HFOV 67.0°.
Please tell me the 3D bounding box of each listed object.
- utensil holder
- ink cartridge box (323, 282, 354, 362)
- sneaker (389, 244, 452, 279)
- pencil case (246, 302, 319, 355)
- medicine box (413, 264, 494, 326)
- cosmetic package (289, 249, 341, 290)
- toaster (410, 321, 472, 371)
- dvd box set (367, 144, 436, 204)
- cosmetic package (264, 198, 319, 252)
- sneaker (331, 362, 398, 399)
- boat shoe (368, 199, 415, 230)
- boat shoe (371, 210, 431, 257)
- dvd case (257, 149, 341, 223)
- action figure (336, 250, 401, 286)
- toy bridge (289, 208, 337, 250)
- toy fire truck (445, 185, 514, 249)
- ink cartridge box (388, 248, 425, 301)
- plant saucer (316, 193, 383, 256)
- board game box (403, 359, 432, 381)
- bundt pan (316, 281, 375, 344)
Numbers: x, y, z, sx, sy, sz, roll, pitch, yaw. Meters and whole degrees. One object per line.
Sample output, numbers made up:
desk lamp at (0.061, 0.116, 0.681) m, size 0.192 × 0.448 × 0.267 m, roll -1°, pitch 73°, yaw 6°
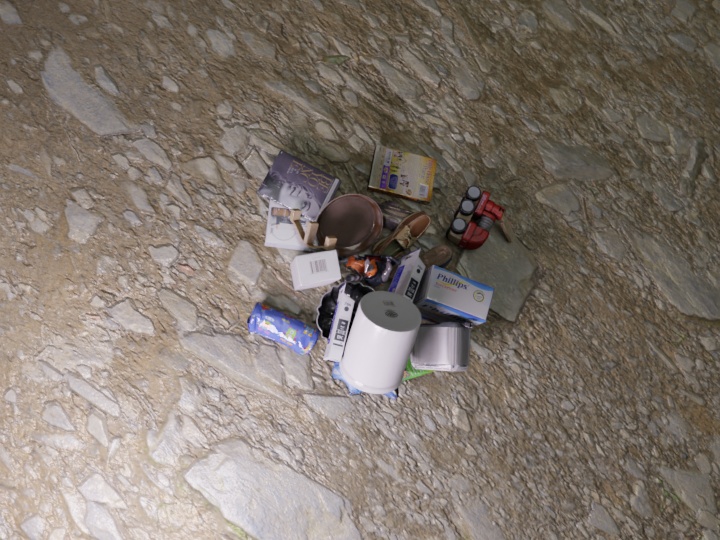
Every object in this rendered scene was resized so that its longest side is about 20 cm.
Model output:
utensil holder at (0.050, 0.177, 1.356) m, size 0.169 × 0.201 × 0.170 m, roll 11°, pitch 33°, yaw -8°
ink cartridge box at (-0.052, 0.139, 1.428) m, size 0.039 × 0.099 × 0.201 m, roll 14°, pitch 77°, yaw -8°
sneaker at (0.181, -0.020, 1.611) m, size 0.199 × 0.108 × 0.070 m, roll -21°, pitch 84°, yaw 16°
pencil case at (-0.213, 0.162, 1.480) m, size 0.199 × 0.078 × 0.087 m, roll 25°, pitch 81°, yaw -5°
medicine box at (0.243, 0.083, 1.523) m, size 0.181 × 0.200 × 0.103 m, roll 20°, pitch 73°, yaw -6°
cosmetic package at (-0.125, 0.002, 1.469) m, size 0.112 × 0.200 × 0.082 m, roll -10°, pitch 85°, yaw -11°
toaster at (0.222, 0.205, 1.481) m, size 0.113 × 0.199 × 0.130 m, roll 10°, pitch 79°, yaw -51°
dvd box set at (0.129, -0.295, 1.673) m, size 0.199 × 0.029 × 0.147 m, roll 12°, pitch 75°, yaw -8°
cosmetic package at (-0.191, -0.163, 1.572) m, size 0.150 × 0.052 × 0.201 m, roll 7°, pitch 76°, yaw -12°
sneaker at (0.012, 0.307, 1.498) m, size 0.199 × 0.079 × 0.090 m, roll 25°, pitch 99°, yaw 10°
boat shoe at (0.083, -0.169, 1.623) m, size 0.199 × 0.074 × 0.074 m, roll 22°, pitch 64°, yaw -15°
boat shoe at (0.123, -0.087, 1.567) m, size 0.200 × 0.074 × 0.076 m, roll -40°, pitch 113°, yaw 10°
dvd case at (-0.172, -0.240, 1.559) m, size 0.199 × 0.016 × 0.149 m, roll 27°, pitch 72°, yaw -5°
action figure at (0.000, 0.000, 1.510) m, size 0.199 × 0.193 × 0.105 m, roll 0°, pitch 77°, yaw 33°
toy bridge at (-0.135, -0.100, 1.474) m, size 0.027 × 0.200 × 0.068 m, roll -5°, pitch 121°, yaw -40°
toy fire truck at (0.379, -0.133, 1.653) m, size 0.199 × 0.129 × 0.177 m, roll 26°, pitch 74°, yaw 6°
ink cartridge box at (0.120, 0.040, 1.491) m, size 0.039 × 0.099 × 0.201 m, roll 32°, pitch 63°, yaw -19°
plant saucer at (-0.034, -0.132, 1.551) m, size 0.199 × 0.201 × 0.032 m, roll -11°, pitch 36°, yaw -13°
board game box at (0.157, 0.256, 1.559) m, size 0.199 × 0.030 × 0.096 m, roll -14°, pitch 80°, yaw -16°
bundt pan at (-0.029, 0.135, 1.524) m, size 0.201 × 0.076 × 0.203 m, roll 2°, pitch 77°, yaw -10°
